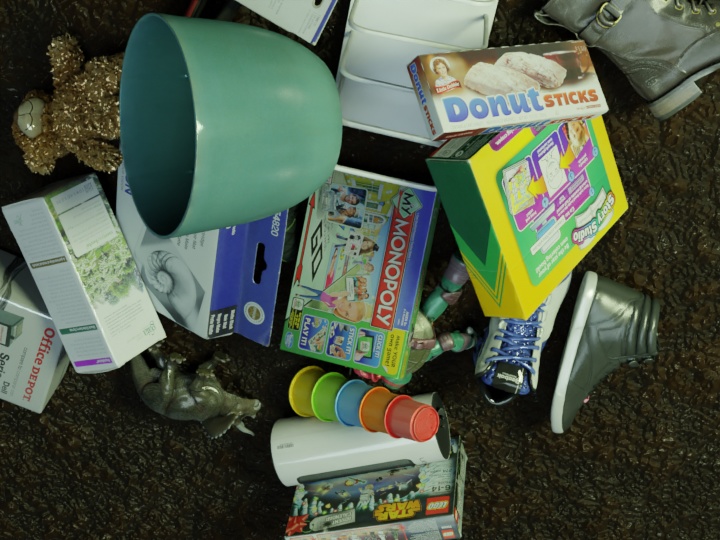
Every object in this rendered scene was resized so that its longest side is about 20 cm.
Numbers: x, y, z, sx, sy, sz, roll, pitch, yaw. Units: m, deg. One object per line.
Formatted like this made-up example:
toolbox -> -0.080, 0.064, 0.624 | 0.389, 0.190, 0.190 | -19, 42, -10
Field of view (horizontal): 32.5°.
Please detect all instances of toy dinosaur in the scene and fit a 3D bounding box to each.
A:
toy dinosaur -> -0.211, 0.138, 1.430 | 0.200, 0.077, 0.102 | 15, 115, -4

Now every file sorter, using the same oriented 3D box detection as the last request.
file sorter -> 0.046, -0.195, 1.166 | 0.139, 0.125, 0.200 | 13, 121, 1

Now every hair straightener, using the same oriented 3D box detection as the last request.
hair straightener -> -0.157, -0.211, 1.230 | 0.077, 0.041, 0.200 | 37, 119, -1

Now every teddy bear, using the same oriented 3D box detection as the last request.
teddy bear -> -0.274, -0.166, 1.244 | 0.200, 0.067, 0.145 | 3, 102, 21

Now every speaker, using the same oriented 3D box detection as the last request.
speaker -> 0.002, 0.195, 1.429 | 0.200, 0.081, 0.081 | -12, 118, 15

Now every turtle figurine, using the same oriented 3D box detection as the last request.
turtle figurine -> 0.057, 0.057, 1.333 | 0.149, 0.101, 0.200 | 18, 116, -2

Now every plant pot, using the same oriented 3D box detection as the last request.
plant pot -> -0.113, -0.135, 1.135 | 0.161, 0.201, 0.201 | -6, 126, -28

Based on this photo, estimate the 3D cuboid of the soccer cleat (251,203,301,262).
soccer cleat -> -0.082, -0.100, 1.276 | 0.081, 0.068, 0.200 | -9, 116, 12

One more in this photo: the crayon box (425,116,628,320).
crayon box -> 0.164, -0.080, 1.173 | 0.058, 0.200, 0.173 | 6, 128, 44

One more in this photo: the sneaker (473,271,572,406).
sneaker -> 0.171, 0.069, 1.307 | 0.080, 0.115, 0.200 | 15, 121, -1

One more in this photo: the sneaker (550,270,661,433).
sneaker -> 0.267, 0.102, 1.336 | 0.099, 0.071, 0.200 | 14, 117, 6

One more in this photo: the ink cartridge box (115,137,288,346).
ink cartridge box -> -0.175, -0.031, 1.300 | 0.200, 0.041, 0.200 | 25, 124, 24

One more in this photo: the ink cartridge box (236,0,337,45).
ink cartridge box -> -0.095, -0.294, 1.130 | 0.200, 0.039, 0.100 | 34, 105, 13

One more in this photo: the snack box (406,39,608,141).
snack box -> 0.133, -0.161, 1.092 | 0.024, 0.200, 0.072 | -28, 77, 54

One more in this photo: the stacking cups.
stacking cups -> 0.001, 0.150, 1.347 | 0.200, 0.060, 0.061 | 10, 133, 52

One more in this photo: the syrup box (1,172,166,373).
syrup box -> -0.295, 0.004, 1.326 | 0.081, 0.079, 0.200 | -8, 109, 40

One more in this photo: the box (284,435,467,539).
box -> 0.020, 0.262, 1.431 | 0.200, 0.137, 0.040 | -11, 121, 14

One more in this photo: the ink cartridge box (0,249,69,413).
ink cartridge box -> -0.426, 0.055, 1.409 | 0.200, 0.084, 0.146 | 22, 122, -5

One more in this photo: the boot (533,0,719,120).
boot -> 0.281, -0.252, 1.132 | 0.174, 0.069, 0.200 | 45, 110, -8

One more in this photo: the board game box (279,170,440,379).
board game box -> 0.000, 0.000, 1.281 | 0.134, 0.029, 0.200 | 13, 97, 17
